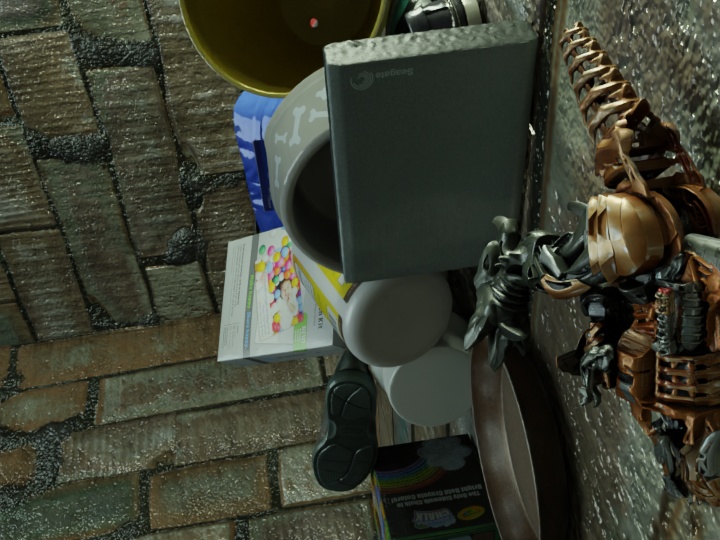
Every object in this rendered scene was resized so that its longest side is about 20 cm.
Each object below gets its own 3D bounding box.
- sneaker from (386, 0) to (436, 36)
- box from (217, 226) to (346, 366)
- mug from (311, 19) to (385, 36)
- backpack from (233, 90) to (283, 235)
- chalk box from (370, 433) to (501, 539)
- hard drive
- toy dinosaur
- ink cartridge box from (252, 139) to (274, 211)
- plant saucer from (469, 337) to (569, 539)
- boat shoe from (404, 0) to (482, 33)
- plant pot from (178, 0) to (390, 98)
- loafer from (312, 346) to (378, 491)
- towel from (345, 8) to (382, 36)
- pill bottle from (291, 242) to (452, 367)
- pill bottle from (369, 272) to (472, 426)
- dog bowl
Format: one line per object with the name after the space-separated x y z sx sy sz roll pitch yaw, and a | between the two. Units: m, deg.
0.055 -0.163 0.843 0.080 0.071 0.200 -98 3 -63 | sneaker
-0.086 0.027 1.040 0.041 0.200 0.156 19 -113 -45 | box
-0.042 -0.401 1.249 0.178 0.133 0.200 84 172 -47 | mug
-0.051 -0.151 1.091 0.163 0.168 0.200 -47 -48 -43 | backpack
0.086 0.296 0.970 0.200 0.125 0.124 -105 8 -61 | chalk box
0.049 -0.079 0.640 0.033 0.139 0.200 -102 6 -45 | hard drive
0.122 -0.004 0.385 0.136 0.102 0.200 149 132 -69 | toy dinosaur
-0.010 -0.103 0.943 0.039 0.200 0.100 -102 4 -47 | ink cartridge box
0.130 0.148 0.726 0.200 0.034 0.201 172 90 -85 | plant saucer
0.070 -0.135 0.758 0.073 0.063 0.200 -105 8 -53 | boat shoe
-0.054 -0.269 0.849 0.142 0.200 0.200 -39 -57 -70 | plant pot
-0.012 0.167 0.981 0.063 0.072 0.200 -85 3 -49 | loafer
0.018 -0.235 1.006 0.200 0.035 0.193 58 176 9 | towel
0.000 0.000 0.867 0.200 0.109 0.109 -130 28 -52 | pill bottle
0.060 0.070 0.944 0.200 0.114 0.114 -109 11 -63 | pill bottle
0.021 -0.074 0.705 0.200 0.200 0.059 86 174 -46 | dog bowl
